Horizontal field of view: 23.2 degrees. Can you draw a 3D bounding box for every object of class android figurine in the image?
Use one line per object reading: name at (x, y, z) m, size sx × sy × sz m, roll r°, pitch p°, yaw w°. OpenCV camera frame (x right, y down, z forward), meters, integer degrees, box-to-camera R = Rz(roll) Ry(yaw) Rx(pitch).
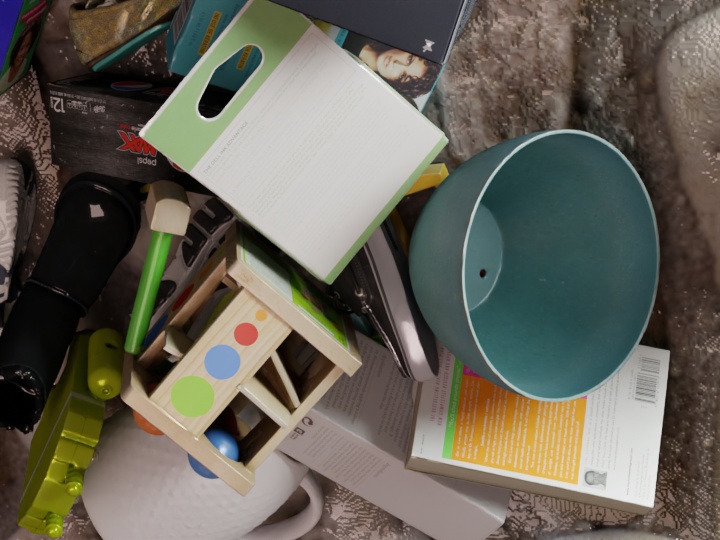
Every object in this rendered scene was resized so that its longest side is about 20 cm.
android figurine at (-0.244, 0.139, 1.465) m, size 0.041 × 0.201 × 0.183 m, roll 20°, pitch 116°, yaw -17°

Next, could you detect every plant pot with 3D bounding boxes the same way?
plant pot at (0.113, -0.008, 1.349) m, size 0.134 × 0.200 × 0.201 m, roll 7°, pitch 128°, yaw 53°

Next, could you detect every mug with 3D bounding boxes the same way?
mug at (-0.117, 0.178, 1.531) m, size 0.174 × 0.148 × 0.200 m, roll -29°, pitch 127°, yaw 24°

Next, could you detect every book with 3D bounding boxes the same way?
book at (0.144, 0.110, 1.409) m, size 0.198 × 0.135 × 0.048 m, roll 12°, pitch 160°, yaw -2°

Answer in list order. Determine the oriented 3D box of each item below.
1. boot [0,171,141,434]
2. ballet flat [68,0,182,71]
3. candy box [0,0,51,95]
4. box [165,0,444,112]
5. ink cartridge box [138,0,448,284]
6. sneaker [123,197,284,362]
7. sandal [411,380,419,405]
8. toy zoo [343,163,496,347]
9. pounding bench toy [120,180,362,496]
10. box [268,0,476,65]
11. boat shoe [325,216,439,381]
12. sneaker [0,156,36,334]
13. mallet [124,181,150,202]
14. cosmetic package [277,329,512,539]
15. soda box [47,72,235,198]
boot at (-0.253, 0.032, 1.440) m, size 0.073 × 0.163 × 0.198 m, roll 27°, pitch 142°, yaw -9°
ballet flat at (-0.146, -0.220, 1.359) m, size 0.199 × 0.071 × 0.071 m, roll -22°, pitch 111°, yaw 24°
candy box at (-0.322, -0.260, 1.374) m, size 0.168 × 0.077 × 0.201 m, roll 27°, pitch 123°, yaw 1°
box at (-0.041, -0.167, 1.324) m, size 0.198 × 0.049 × 0.083 m, roll 15°, pitch 124°, yaw -20°
ink cartridge box at (-0.050, -0.102, 1.286) m, size 0.200 × 0.048 × 0.146 m, roll 38°, pitch 95°, yaw -29°
sneaker at (-0.111, 0.000, 1.466) m, size 0.200 × 0.090 × 0.078 m, roll -43°, pitch 68°, yaw 18°
sandal at (0.140, 0.108, 1.462) m, size 0.201 × 0.050 × 0.083 m, roll 13°, pitch 78°, yaw -6°
toy zoo at (0.037, -0.007, 1.449) m, size 0.130 × 0.021 × 0.201 m, roll -16°, pitch 113°, yaw 23°
pounding bench toy at (-0.126, 0.048, 1.348) m, size 0.200 × 0.124 × 0.156 m, roll 40°, pitch 99°, yaw -14°
box at (0.000, -0.253, 1.229) m, size 0.198 × 0.182 × 0.105 m, roll 20°, pitch 122°, yaw 3°
boat shoe at (0.000, 0.000, 1.382) m, size 0.066 × 0.070 × 0.202 m, roll -23°, pitch 87°, yaw 13°
sneaker at (-0.356, -0.020, 1.513) m, size 0.128 × 0.080 × 0.200 m, roll 14°, pitch 131°, yaw -3°
mallet at (-0.149, -0.073, 1.457) m, size 0.199 × 0.041 × 0.066 m, roll -32°, pitch 101°, yaw 32°
cosmetic package at (0.032, 0.139, 1.465) m, size 0.199 × 0.102 × 0.071 m, roll 31°, pitch 137°, yaw -11°
soda box at (-0.152, -0.107, 1.384) m, size 0.198 × 0.063 × 0.071 m, roll 13°, pitch 112°, yaw 29°
